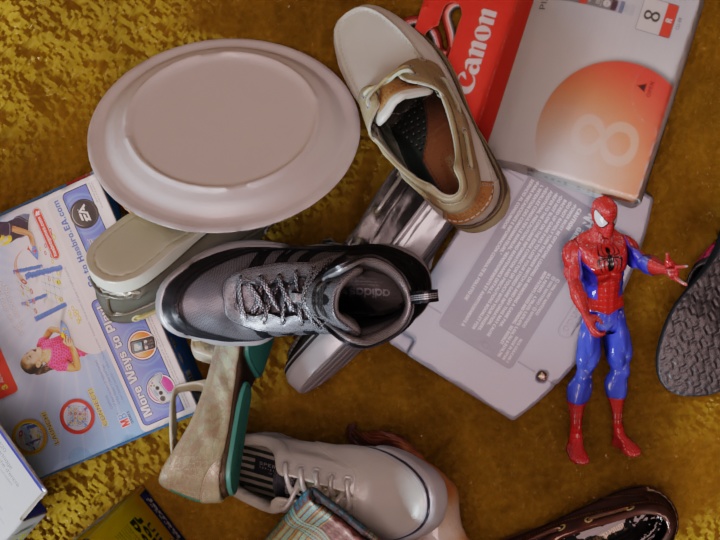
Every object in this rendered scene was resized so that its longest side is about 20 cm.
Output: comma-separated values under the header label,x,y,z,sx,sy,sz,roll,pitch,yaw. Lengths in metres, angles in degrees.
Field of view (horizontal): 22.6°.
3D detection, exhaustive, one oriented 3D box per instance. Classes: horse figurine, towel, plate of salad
label,x,y,z,sx,sy,sz,roll,pitch,yaw
horse figurine,0.044,0.200,1.350,0.132,0.050,0.200,-29,82,35
towel,-0.017,0.247,1.333,0.147,0.200,0.022,37,53,2
plate of salad,-0.099,-0.096,1.325,0.199,0.200,0.048,3,139,5

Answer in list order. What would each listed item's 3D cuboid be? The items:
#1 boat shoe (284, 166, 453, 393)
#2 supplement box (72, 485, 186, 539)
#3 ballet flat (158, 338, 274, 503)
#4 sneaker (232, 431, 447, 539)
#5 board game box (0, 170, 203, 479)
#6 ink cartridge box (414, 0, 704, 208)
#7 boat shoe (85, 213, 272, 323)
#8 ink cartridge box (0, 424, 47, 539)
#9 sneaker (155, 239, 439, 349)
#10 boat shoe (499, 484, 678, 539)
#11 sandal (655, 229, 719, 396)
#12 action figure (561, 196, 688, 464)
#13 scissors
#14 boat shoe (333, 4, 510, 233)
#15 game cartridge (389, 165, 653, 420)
label,x,y,z,sx,sy,sz,roll,pitch,yaw
boat shoe,0.000,0.000,1.360,0.071,0.072,0.200,39,92,12
supplement box,-0.188,0.249,1.325,0.109,0.200,0.110,-38,91,7
ballet flat,-0.105,0.075,1.335,0.062,0.068,0.200,7,59,11
sneaker,-0.030,0.161,1.323,0.200,0.071,0.073,4,94,38
board game box,-0.245,0.052,1.387,0.195,0.056,0.200,-23,92,7
ink cartridge box,0.133,-0.152,1.319,0.199,0.050,0.163,18,84,5
boat shoe,-0.115,-0.032,1.342,0.202,0.060,0.072,-34,54,-25
ink cartridge box,-0.320,0.130,1.348,0.198,0.047,0.200,53,126,10
sneaker,-0.043,0.017,1.256,0.199,0.114,0.076,-4,95,-6
boat shoe,0.147,0.224,1.360,0.200,0.070,0.070,-34,94,8
sandal,0.281,0.006,1.349,0.075,0.045,0.200,27,82,-3
action figure,0.185,0.049,1.298,0.065,0.099,0.201,-8,107,-14
scissors,0.070,-0.104,1.367,0.073,0.014,0.201,-8,93,4
boat shoe,0.038,-0.119,1.296,0.075,0.068,0.200,-40,66,11
game cartridge,0.128,0.004,1.361,0.133,0.040,0.200,33,97,5
